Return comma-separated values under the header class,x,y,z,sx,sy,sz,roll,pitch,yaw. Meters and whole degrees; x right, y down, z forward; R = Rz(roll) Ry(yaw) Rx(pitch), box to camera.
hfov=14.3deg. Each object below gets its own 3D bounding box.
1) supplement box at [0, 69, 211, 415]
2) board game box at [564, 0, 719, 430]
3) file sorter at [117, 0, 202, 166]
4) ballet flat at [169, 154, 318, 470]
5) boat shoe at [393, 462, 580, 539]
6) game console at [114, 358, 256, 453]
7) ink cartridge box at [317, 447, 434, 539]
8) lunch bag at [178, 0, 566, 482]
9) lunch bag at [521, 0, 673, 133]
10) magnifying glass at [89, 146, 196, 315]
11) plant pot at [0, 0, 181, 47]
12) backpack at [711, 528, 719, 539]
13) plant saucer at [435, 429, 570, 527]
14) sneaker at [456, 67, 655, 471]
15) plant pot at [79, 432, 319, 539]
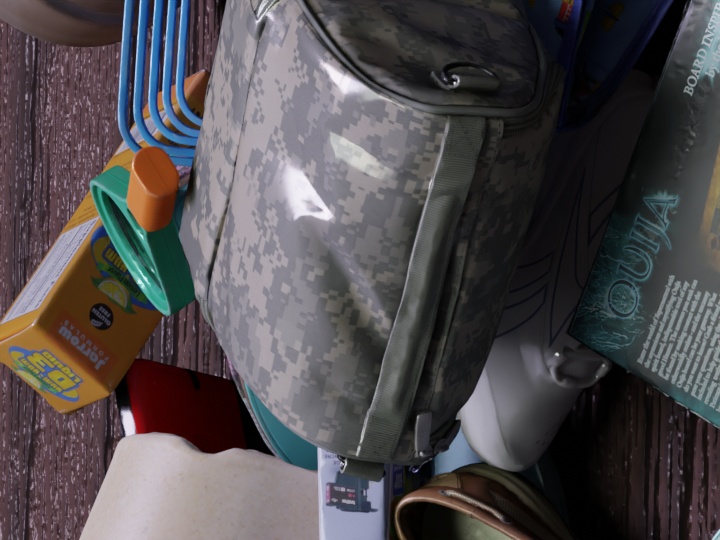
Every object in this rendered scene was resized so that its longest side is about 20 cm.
class,x,y,z,sx,sy,sz,roll,pitch,yaw
supplement box,-0.128,-0.017,1.632,0.069,0.067,0.200,-19,35,56
board game box,0.177,-0.027,1.235,0.135,0.028,0.201,32,119,26
file sorter,-0.045,-0.123,1.462,0.200,0.122,0.139,-58,-27,-81
ballet flat,-0.049,0.019,1.502,0.200,0.069,0.071,61,-176,-21
boat shoe,0.091,0.164,1.335,0.200,0.074,0.076,36,110,30
game console,-0.113,0.170,1.670,0.118,0.172,0.201,-22,70,27
ink cartridge box,0.010,0.137,1.411,0.042,0.119,0.201,1,90,13
lunch bag,0.008,-0.031,1.265,0.168,0.139,0.201,-111,31,-55
lunch bag,0.090,-0.169,1.334,0.151,0.094,0.201,43,120,44
magnifying glass,-0.105,-0.025,1.402,0.080,0.022,0.200,58,167,6
plant pot,-0.125,-0.247,1.624,0.173,0.199,0.201,-20,73,47
backpack,0.203,0.199,1.132,0.200,0.153,0.177,25,106,48
plant saucer,0.053,0.139,1.474,0.200,0.036,0.201,2,92,57
sneaker,0.104,0.008,1.344,0.087,0.074,0.201,36,111,43
plant pot,-0.083,0.187,1.458,0.200,0.200,0.184,-8,64,58
